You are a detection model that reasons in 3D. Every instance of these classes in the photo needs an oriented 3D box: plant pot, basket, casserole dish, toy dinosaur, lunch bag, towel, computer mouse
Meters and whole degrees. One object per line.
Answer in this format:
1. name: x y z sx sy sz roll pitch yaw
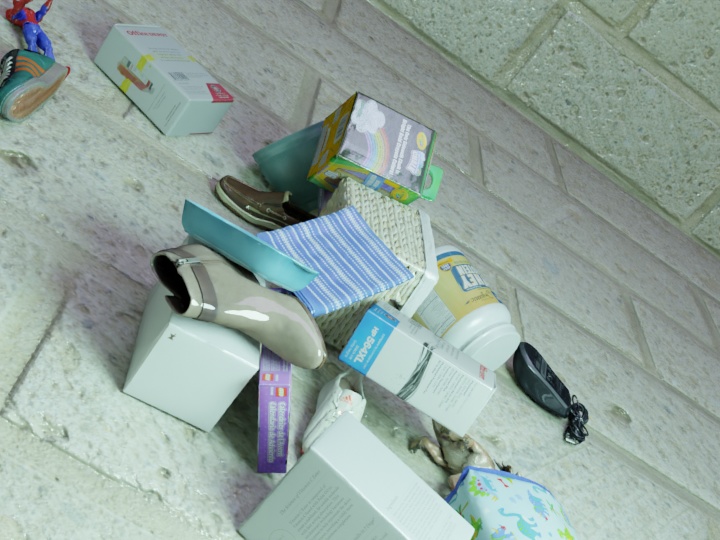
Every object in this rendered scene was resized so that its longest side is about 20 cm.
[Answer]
1. plant pot: -0.073 -0.181 1.800 0.135 0.200 0.200 66 25 -5
2. basket: 0.000 0.000 1.567 0.160 0.199 0.200 26 28 -18
3. casserole dish: -0.139 -0.027 1.241 0.199 0.039 0.121 28 0 31
4. toy dinosaur: 0.157 0.275 1.466 0.135 0.086 0.200 24 16 -45
5. lunch bag: 0.215 0.365 1.335 0.199 0.128 0.170 14 33 -26
6. towel: -0.037 -0.017 1.362 0.199 0.024 0.145 -20 60 -43
7. computer mouse: 0.331 0.219 1.835 0.200 0.053 0.138 52 23 -3

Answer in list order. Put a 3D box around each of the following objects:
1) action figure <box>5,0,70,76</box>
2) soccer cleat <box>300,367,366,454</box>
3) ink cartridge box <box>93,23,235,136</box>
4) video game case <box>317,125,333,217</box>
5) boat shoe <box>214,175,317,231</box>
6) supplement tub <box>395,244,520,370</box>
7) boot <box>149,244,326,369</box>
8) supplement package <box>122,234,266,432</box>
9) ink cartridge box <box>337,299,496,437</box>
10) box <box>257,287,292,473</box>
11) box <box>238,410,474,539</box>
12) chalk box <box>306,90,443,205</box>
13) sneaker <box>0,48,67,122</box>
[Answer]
1. action figure: -0.513 -0.401 1.644 0.065 0.099 0.200 10 35 -48
2. soccer cleat: -0.030 0.197 1.330 0.069 0.078 0.200 33 26 -14
3. ink cartridge box: -0.340 -0.331 1.775 0.200 0.083 0.145 45 25 12
4. video game case: -0.011 -0.132 1.716 0.142 0.019 0.201 9 80 -41
5. boat shoe: -0.140 -0.106 1.686 0.202 0.075 0.075 32 26 -15
6. supplement tub: 0.162 0.073 1.724 0.144 0.145 0.200 5 42 -51
7. boot: -0.144 0.043 1.148 0.200 0.070 0.146 40 19 31
8. supplement package: -0.199 0.073 1.253 0.121 0.120 0.200 30 27 -18
9. ink cartridge box: 0.082 0.132 1.409 0.199 0.085 0.146 33 7 5
10. box: -0.105 0.132 1.268 0.039 0.137 0.200 2 33 -4
11. box: -0.004 0.287 1.129 0.200 0.152 0.106 43 26 6
12. chalk box: 0.037 -0.174 1.641 0.199 0.124 0.125 25 66 -20
13. sneaker: -0.499 -0.274 1.488 0.080 0.072 0.200 30 21 -8
